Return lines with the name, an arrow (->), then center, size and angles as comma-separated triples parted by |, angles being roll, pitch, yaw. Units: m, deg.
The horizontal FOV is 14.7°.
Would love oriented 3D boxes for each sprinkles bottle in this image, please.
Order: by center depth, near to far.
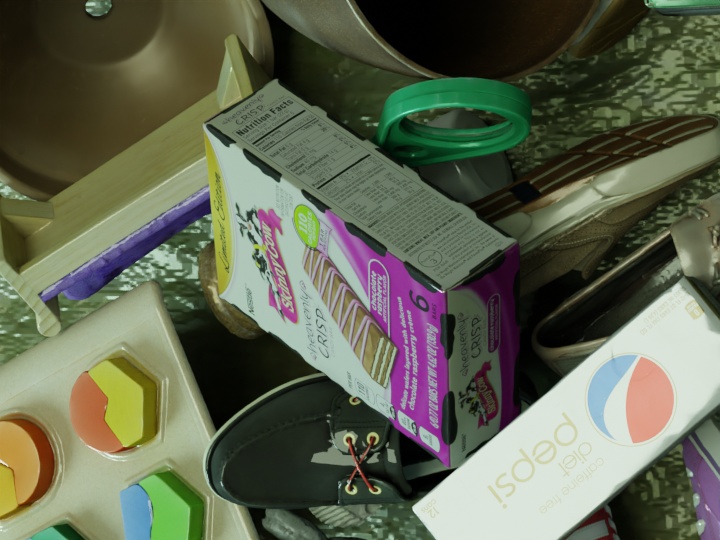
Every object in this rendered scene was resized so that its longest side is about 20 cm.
sprinkles bottle -> -0.004, -0.026, 1.693 | 0.199, 0.068, 0.069 | -27, 82, 28

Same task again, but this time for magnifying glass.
magnifying glass -> 0.024, -0.071, 1.577 | 0.200, 0.079, 0.023 | -26, 58, 55

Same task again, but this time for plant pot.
plant pot -> 0.016, -0.195, 1.600 | 0.200, 0.186, 0.189 | 1, 96, 62
plant pot -> -0.158, -0.144, 1.728 | 0.201, 0.200, 0.093 | -53, 30, 22

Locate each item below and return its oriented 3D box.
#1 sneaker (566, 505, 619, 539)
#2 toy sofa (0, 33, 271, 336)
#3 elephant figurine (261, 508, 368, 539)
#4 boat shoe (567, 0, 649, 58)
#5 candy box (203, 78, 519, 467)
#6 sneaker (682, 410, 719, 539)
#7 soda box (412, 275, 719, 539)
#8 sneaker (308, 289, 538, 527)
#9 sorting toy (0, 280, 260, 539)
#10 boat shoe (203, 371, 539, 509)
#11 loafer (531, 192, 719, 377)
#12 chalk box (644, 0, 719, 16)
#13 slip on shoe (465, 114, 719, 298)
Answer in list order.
sneaker -> 0.141, 0.169, 1.622 | 0.112, 0.071, 0.201 | 13, 65, -5
toy sofa -> -0.122, -0.042, 1.699 | 0.199, 0.083, 0.098 | -32, 123, 9
elephant figurine -> -0.003, 0.258, 1.682 | 0.140, 0.200, 0.156 | 6, 57, -6
boat shoe -> 0.166, -0.211, 1.581 | 0.069, 0.071, 0.200 | 50, 116, 16
candy box -> 0.000, 0.000, 1.564 | 0.200, 0.061, 0.137 | 36, 144, 35
sneaker -> 0.207, 0.160, 1.594 | 0.114, 0.072, 0.201 | -36, 77, 29
soda box -> 0.127, 0.091, 1.539 | 0.200, 0.064, 0.068 | -41, 82, 8
sneaker -> 0.020, 0.053, 1.685 | 0.069, 0.100, 0.200 | 40, 91, -24
sorting toy -> -0.162, 0.131, 1.677 | 0.184, 0.036, 0.201 | -29, 73, 27
boat shoe -> 0.009, 0.097, 1.606 | 0.200, 0.063, 0.074 | -11, 106, -9
loafer -> 0.183, 0.006, 1.585 | 0.200, 0.063, 0.072 | -39, 47, 27
chalk box -> 0.205, -0.195, 1.421 | 0.123, 0.200, 0.125 | -1, 93, 7
slip on shoe -> 0.122, -0.027, 1.602 | 0.199, 0.076, 0.061 | -26, 108, -2
